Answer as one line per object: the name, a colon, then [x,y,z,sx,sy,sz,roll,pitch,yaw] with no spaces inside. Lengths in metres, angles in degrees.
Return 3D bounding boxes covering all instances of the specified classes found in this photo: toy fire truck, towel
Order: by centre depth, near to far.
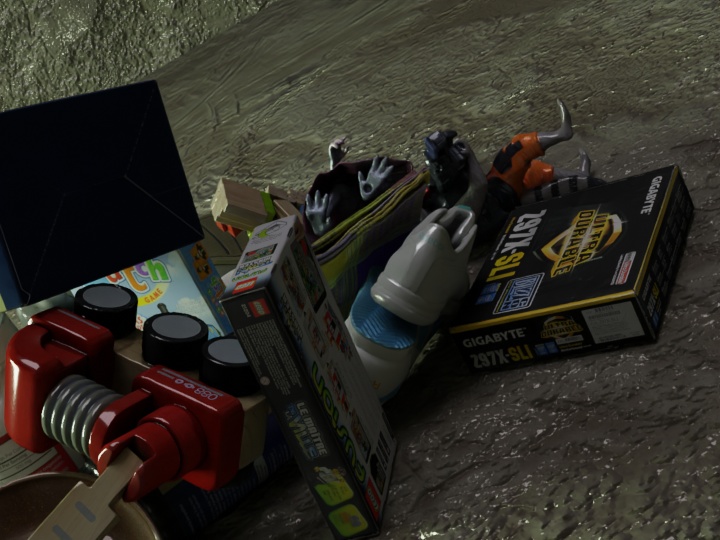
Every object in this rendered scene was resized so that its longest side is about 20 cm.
toy fire truck: [-0.180,0.115,0.811,0.174,0.130,0.199,21,26,25]
towel: [0.000,0.000,1.066,0.143,0.023,0.201,-38,-20,-22]

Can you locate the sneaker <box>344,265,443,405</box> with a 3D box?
sneaker: [0.018,0.055,1.013,0.081,0.076,0.200,-64,-10,19]

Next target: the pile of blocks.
pile of blocks: [-0.082,-0.048,1.345,0.198,0.063,0.082,2,34,-43]

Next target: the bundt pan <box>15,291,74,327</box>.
bundt pan: [-0.253,0.016,1.227,0.200,0.202,0.076,-26,60,4]

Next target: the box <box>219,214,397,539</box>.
box: [-0.031,0.075,0.855,0.034,0.202,0.110,-16,23,17]

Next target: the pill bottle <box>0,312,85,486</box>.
pill bottle: [-0.270,0.136,0.999,0.111,0.201,0.113,-23,25,12]

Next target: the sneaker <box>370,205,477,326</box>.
sneaker: [0.067,-0.015,0.997,0.089,0.075,0.200,-63,-5,12]

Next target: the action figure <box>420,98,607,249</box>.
action figure: [0.121,-0.077,1.146,0.192,0.105,0.200,-31,-15,9]

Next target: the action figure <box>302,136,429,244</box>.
action figure: [0.022,-0.058,1.249,0.132,0.151,0.200,7,-4,14]

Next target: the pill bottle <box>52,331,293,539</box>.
pill bottle: [-0.142,0.146,0.954,0.199,0.113,0.111,-36,23,-21]

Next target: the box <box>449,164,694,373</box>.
box: [0.175,-0.003,0.999,0.158,0.050,0.200,-16,24,33]

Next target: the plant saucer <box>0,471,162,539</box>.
plant saucer: [-0.215,0.238,0.831,0.198,0.037,0.203,-7,60,12]

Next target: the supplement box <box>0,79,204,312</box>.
supplement box: [-0.271,-0.047,0.963,0.198,0.136,0.199,-12,8,36]

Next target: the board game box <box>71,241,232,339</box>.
board game box: [-0.178,0.042,1.110,0.150,0.202,0.037,-11,25,36]

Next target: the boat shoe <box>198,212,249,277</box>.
boat shoe: [-0.190,-0.009,1.412,0.199,0.075,0.069,-20,-27,-40]

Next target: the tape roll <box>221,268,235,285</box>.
tape roll: [-0.107,0.039,1.259,0.201,0.037,0.203,-25,21,10]
